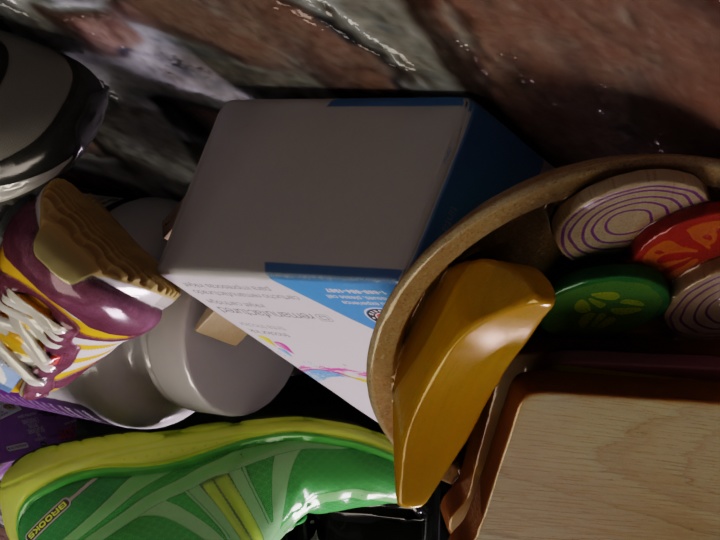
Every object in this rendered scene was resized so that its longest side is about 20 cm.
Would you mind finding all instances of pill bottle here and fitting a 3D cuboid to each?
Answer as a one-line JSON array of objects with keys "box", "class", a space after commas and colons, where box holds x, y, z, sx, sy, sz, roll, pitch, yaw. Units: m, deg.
[{"box": [-0.127, 0.016, 1.373, 0.200, 0.112, 0.111, 8, 160, 41], "class": "pill bottle"}]

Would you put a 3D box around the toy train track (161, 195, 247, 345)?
[{"box": [0.000, 0.000, 1.283, 0.200, 0.033, 0.115, 22, 131, -29], "class": "toy train track"}]

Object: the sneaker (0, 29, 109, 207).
[{"box": [-0.198, -0.082, 1.208, 0.200, 0.074, 0.079, 14, 158, 26], "class": "sneaker"}]

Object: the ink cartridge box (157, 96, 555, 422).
[{"box": [0.041, 0.012, 1.169, 0.144, 0.085, 0.200, 2, 156, 45], "class": "ink cartridge box"}]

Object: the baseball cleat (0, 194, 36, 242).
[{"box": [-0.218, -0.045, 1.293, 0.200, 0.107, 0.070, 2, 150, 48], "class": "baseball cleat"}]

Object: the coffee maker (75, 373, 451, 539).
[{"box": [-0.036, 0.092, 1.439, 0.200, 0.192, 0.135, -7, -167, 24], "class": "coffee maker"}]

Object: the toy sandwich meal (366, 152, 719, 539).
[{"box": [0.094, 0.044, 1.056, 0.205, 0.070, 0.205, -8, 137, -7], "class": "toy sandwich meal"}]

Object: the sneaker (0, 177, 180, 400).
[{"box": [-0.129, 0.017, 1.197, 0.075, 0.090, 0.200, 45, 180, 2], "class": "sneaker"}]

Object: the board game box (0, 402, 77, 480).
[{"box": [-0.207, 0.053, 1.471, 0.120, 0.032, 0.200, 57, -152, 15], "class": "board game box"}]

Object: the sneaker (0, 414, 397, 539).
[{"box": [-0.066, 0.112, 1.324, 0.200, 0.084, 0.074, -7, 175, -9], "class": "sneaker"}]
